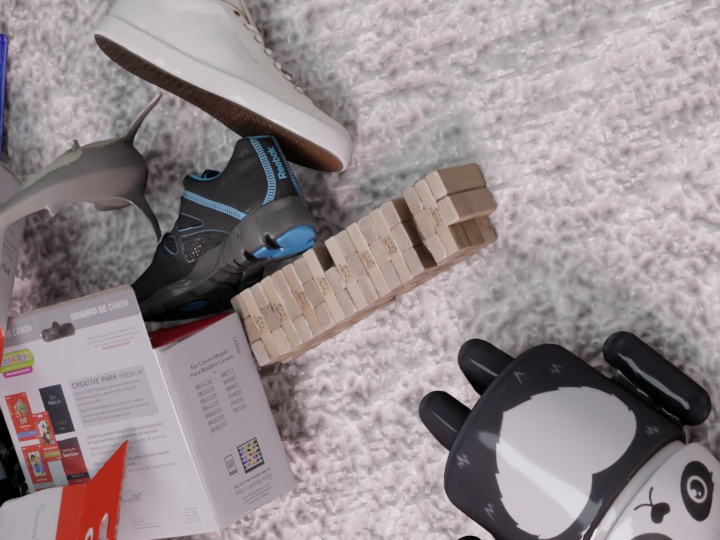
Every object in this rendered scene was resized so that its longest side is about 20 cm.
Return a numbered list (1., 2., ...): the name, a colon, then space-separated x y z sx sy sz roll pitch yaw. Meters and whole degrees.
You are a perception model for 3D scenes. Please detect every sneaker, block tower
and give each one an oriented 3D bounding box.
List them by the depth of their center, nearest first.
1. block tower: 0.000 0.000 1.262 0.199 0.058 0.054 -32 79 33
2. sneaker: -0.080 -0.144 1.285 0.199 0.073 0.085 31 74 8
3. sneaker: -0.101 -0.023 1.308 0.200 0.073 0.083 -32 71 43

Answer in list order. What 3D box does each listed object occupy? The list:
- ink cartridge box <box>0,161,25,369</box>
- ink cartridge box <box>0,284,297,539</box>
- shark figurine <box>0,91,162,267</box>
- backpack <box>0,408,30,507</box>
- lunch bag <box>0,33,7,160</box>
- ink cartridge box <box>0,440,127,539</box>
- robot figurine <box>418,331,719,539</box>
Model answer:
1. ink cartridge box: -0.323 0.031 1.352 0.162 0.057 0.201 -18 45 25
2. ink cartridge box: -0.162 0.095 1.328 0.199 0.084 0.177 -13 98 45
3. shark figurine: -0.181 -0.044 1.282 0.128 0.214 0.090 -41 86 29
4. backpack: -0.358 0.124 1.465 0.166 0.126 0.201 -29 81 34
5. lunch bag: -0.352 -0.083 1.462 0.150 0.094 0.202 9 111 28
6. ink cartridge box: -0.224 0.221 1.271 0.200 0.057 0.164 127 153 -46
7. robot figurine: 0.131 0.124 1.156 0.199 0.124 0.151 36 122 23
